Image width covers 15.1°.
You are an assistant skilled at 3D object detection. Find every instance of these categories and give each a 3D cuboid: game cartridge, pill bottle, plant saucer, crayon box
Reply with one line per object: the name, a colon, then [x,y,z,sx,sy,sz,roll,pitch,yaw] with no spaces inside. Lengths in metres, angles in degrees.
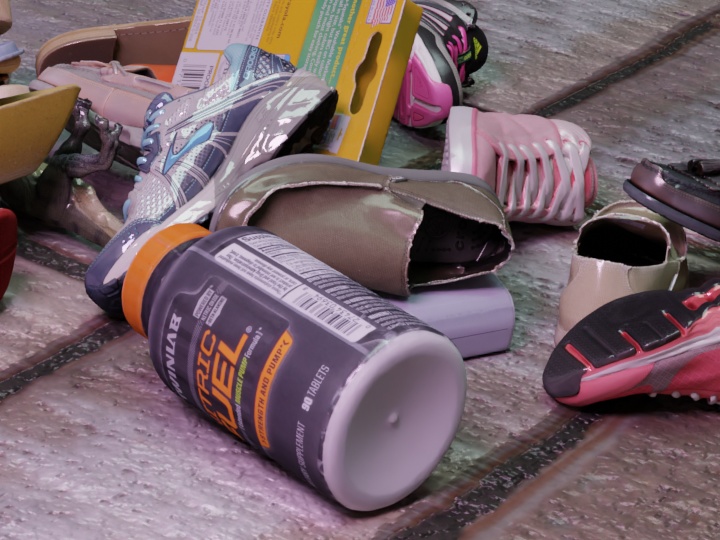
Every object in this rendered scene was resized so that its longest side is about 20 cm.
game cartridge: [0.000,0.000,1.671,0.133,0.041,0.200,-5,27,-36]
pill bottle: [-0.044,0.042,1.476,0.106,0.107,0.200,-14,32,-40]
plant saucer: [-0.293,-0.057,1.619,0.199,0.049,0.200,-7,11,40]
crayon box: [-0.038,-0.120,1.738,0.199,0.126,0.051,6,-14,47]

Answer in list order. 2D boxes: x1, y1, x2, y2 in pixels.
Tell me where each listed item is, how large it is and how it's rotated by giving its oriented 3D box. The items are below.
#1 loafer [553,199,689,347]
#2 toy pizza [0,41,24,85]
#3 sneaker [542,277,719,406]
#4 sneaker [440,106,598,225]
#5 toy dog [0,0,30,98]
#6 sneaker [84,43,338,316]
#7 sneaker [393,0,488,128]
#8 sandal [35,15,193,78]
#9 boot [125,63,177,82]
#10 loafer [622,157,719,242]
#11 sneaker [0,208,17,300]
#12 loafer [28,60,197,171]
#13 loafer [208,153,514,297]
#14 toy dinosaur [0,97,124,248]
loafer: [0.169,-0.006,1.693,0.075,0.069,0.200,12,24,8]
toy pizza: [-0.296,-0.098,1.625,0.199,0.032,0.200,-15,7,2]
sneaker: [0.207,0.052,1.581,0.199,0.087,0.074,-20,21,-2]
sneaker: [0.104,-0.065,1.772,0.104,0.076,0.200,10,10,5]
toy dog: [-0.308,-0.136,1.793,0.199,0.096,0.133,26,52,-37]
sneaker: [-0.105,-0.056,1.629,0.086,0.078,0.200,36,65,16]
sneaker: [0.057,-0.160,1.990,0.087,0.074,0.200,-4,21,-11]
sandal: [-0.128,-0.160,1.930,0.210,0.078,0.070,-3,32,-12]
boot: [-0.080,-0.138,1.865,0.199,0.108,0.075,3,26,-6]
loafer: [0.256,-0.047,1.745,0.199,0.063,0.072,18,15,-33]
sneaker: [-0.284,0.001,1.530,0.115,0.079,0.200,18,25,18]
loafer: [-0.137,-0.100,1.747,0.200,0.072,0.063,27,75,46]
loafer: [0.007,-0.025,1.593,0.199,0.076,0.070,-5,23,-28]
toy dinosaur: [-0.183,-0.061,1.692,0.200,0.089,0.047,30,9,38]
